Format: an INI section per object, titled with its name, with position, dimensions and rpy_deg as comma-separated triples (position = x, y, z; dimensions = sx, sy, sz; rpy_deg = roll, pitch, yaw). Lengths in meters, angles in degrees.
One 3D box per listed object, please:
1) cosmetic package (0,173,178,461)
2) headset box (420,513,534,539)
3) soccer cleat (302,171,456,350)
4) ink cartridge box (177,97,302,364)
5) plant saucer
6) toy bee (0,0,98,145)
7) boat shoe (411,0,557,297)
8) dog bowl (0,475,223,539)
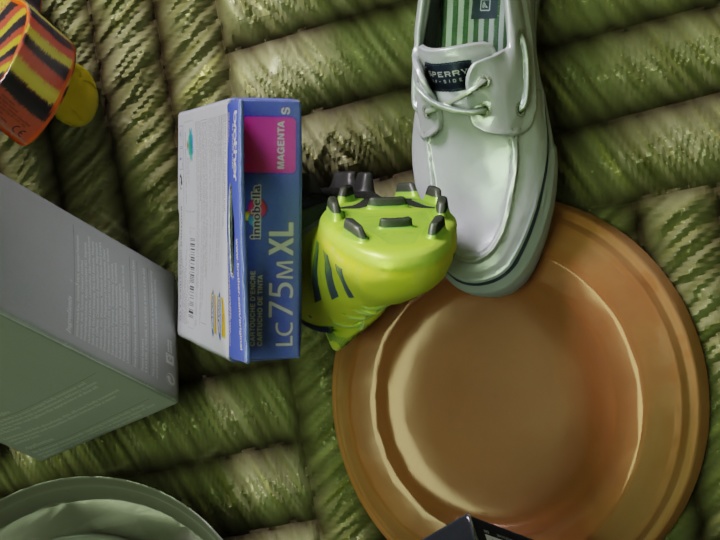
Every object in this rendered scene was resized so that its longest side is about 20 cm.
[cosmetic package]
position = -0.192, 0.017, 0.960
dimensions = 0.106, 0.200, 0.091
rpy_deg = -22, 53, 26
[headset box]
position = 0.030, 0.211, 0.866
dimensions = 0.199, 0.174, 0.093
rpy_deg = -32, 55, 23
[soccer cleat]
position = 0.001, 0.000, 0.893
dimensions = 0.064, 0.200, 0.085
rpy_deg = -2, 98, -15
[ink cartridge box]
position = -0.058, -0.021, 0.914
dimensions = 0.042, 0.200, 0.121
rpy_deg = 0, 92, -11
[plant saucer]
position = 0.070, 0.065, 0.927
dimensions = 0.198, 0.037, 0.202
rpy_deg = 1, 92, 28
[toy bee]
position = -0.205, -0.137, 1.023
dimensions = 0.199, 0.131, 0.109
rpy_deg = 27, 79, 34
[boat shoe]
position = 0.049, -0.090, 0.894
dimensions = 0.073, 0.067, 0.202
rpy_deg = -7, 77, 26
[dog bowl]
position = -0.143, 0.212, 0.984
dimensions = 0.198, 0.059, 0.202
rpy_deg = -3, 67, 6
